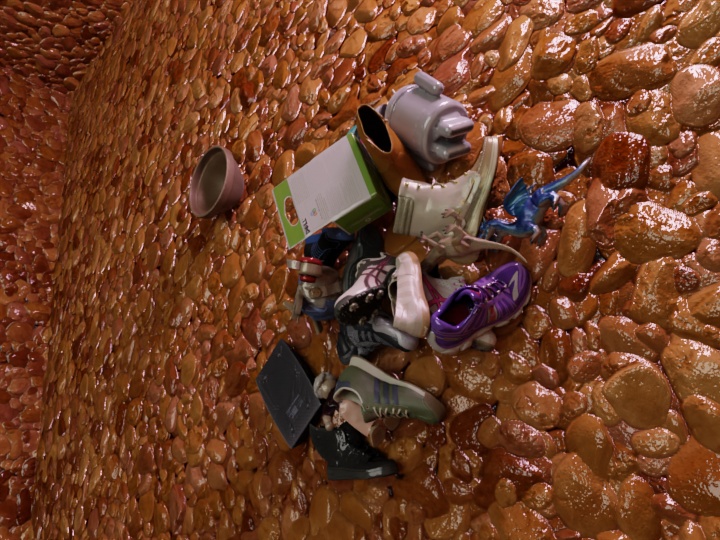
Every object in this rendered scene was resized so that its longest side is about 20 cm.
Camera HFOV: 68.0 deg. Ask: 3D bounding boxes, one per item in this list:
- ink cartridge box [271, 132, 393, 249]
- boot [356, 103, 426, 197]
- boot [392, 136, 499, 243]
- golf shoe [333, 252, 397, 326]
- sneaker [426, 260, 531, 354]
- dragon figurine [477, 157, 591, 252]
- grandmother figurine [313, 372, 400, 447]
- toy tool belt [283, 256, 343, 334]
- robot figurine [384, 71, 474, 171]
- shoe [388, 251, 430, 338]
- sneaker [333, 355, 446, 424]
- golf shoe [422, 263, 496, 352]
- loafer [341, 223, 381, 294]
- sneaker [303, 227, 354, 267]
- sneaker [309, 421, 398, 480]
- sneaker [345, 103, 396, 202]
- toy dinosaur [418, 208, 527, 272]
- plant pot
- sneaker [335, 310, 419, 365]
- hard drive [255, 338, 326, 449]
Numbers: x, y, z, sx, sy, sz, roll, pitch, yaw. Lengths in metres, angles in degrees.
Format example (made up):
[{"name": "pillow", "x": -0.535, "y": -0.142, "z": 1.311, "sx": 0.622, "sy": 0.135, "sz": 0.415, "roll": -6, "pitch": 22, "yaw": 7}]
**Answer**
[{"name": "ink cartridge box", "x": -0.058, "y": -0.138, "z": 1.012, "sx": 0.198, "sy": 0.075, "sz": 0.150, "roll": -30, "pitch": 63, "yaw": 19}, {"name": "boot", "x": 0.056, "y": -0.196, "z": 0.946, "sx": 0.070, "sy": 0.144, "sz": 0.203, "roll": -36, "pitch": 93, "yaw": 7}, {"name": "boot", "x": 0.144, "y": -0.141, "z": 0.902, "sx": 0.152, "sy": 0.072, "sz": 0.204, "roll": 17, "pitch": 93, "yaw": 13}, {"name": "golf shoe", "x": 0.012, "y": 0.031, "z": 0.939, "sx": 0.088, "sy": 0.198, "sz": 0.078, "roll": 37, "pitch": 131, "yaw": 25}, {"name": "sneaker", "x": 0.183, "y": 0.047, "z": 0.794, "sx": 0.199, "sy": 0.084, "sz": 0.081, "roll": -35, "pitch": 57, "yaw": -19}, {"name": "dragon figurine", "x": 0.260, "y": -0.104, "z": 0.823, "sx": 0.099, "sy": 0.058, "sz": 0.202, "roll": 43, "pitch": 115, "yaw": 35}, {"name": "grandmother figurine", "x": -0.024, "y": 0.250, "z": 0.993, "sx": 0.198, "sy": 0.120, "sz": 0.062, "roll": 25, "pitch": 137, "yaw": 46}, {"name": "toy tool belt", "x": -0.087, "y": 0.056, "z": 1.032, "sx": 0.122, "sy": 0.200, "sz": 0.126, "roll": 6, "pitch": 80, "yaw": 8}, {"name": "robot figurine", "x": 0.119, "y": -0.270, "z": 0.978, "sx": 0.200, "sy": 0.111, "sz": 0.173, "roll": 42, "pitch": 139, "yaw": 43}, {"name": "shoe", "x": 0.069, "y": 0.029, "z": 0.841, "sx": 0.201, "sy": 0.052, "sz": 0.071, "roll": -95, "pitch": 7, "yaw": -59}, {"name": "sneaker", "x": 0.039, "y": 0.226, "z": 0.901, "sx": 0.198, "sy": 0.068, "sz": 0.090, "roll": 23, "pitch": 58, "yaw": 31}, {"name": "golf shoe", "x": 0.152, "y": 0.056, "z": 0.879, "sx": 0.200, "sy": 0.072, "sz": 0.093, "roll": 40, "pitch": 105, "yaw": 44}, {"name": "loafer", "x": 0.000, "y": 0.000, "z": 1.032, "sx": 0.063, "sy": 0.071, "sz": 0.203, "roll": -45, "pitch": 25, "yaw": 45}, {"name": "sneaker", "x": -0.065, "y": -0.041, "z": 1.108, "sx": 0.199, "sy": 0.069, "sz": 0.080, "roll": 167, "pitch": 104, "yaw": -65}, {"name": "sneaker", "x": -0.016, "y": 0.324, "z": 0.974, "sx": 0.198, "sy": 0.059, "sz": 0.107, "roll": -23, "pitch": 66, "yaw": 41}, {"name": "sneaker", "x": 0.017, "y": -0.224, "z": 1.090, "sx": 0.119, "sy": 0.083, "sz": 0.205, "roll": -10, "pitch": 75, "yaw": 47}, {"name": "toy dinosaur", "x": 0.161, "y": -0.045, "z": 0.849, "sx": 0.197, "sy": 0.101, "sz": 0.059, "roll": -10, "pitch": 42, "yaw": 40}, {"name": "plant pot", "x": -0.389, "y": -0.234, "z": 1.486, "sx": 0.198, "sy": 0.092, "sz": 0.205, "roll": -16, "pitch": 66, "yaw": 40}, {"name": "sneaker", "x": 0.024, "y": 0.135, "z": 0.985, "sx": 0.199, "sy": 0.075, "sz": 0.116, "roll": 24, "pitch": 99, "yaw": 48}, {"name": "hard drive", "x": -0.147, "y": 0.258, "z": 1.135, "sx": 0.136, "sy": 0.042, "sz": 0.200, "roll": -57, "pitch": 47, "yaw": 16}]
